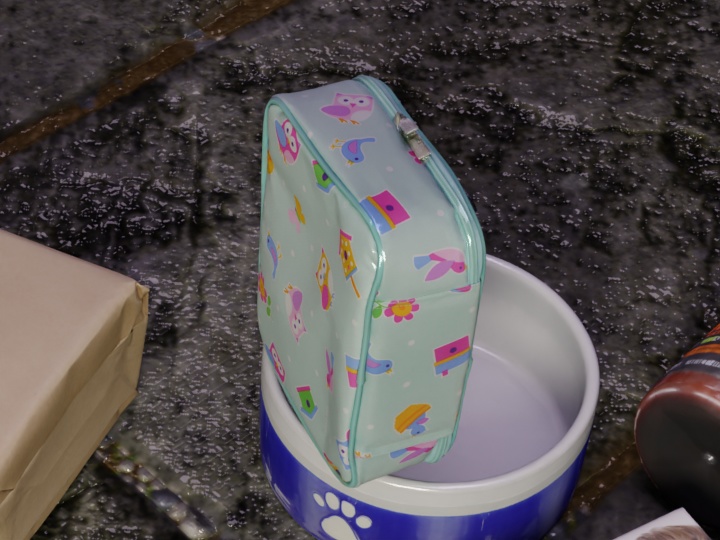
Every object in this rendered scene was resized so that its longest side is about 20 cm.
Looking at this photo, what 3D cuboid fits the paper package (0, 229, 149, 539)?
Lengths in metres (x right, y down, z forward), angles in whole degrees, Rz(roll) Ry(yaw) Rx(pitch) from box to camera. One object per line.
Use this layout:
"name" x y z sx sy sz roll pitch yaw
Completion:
"paper package" -0.253 0.063 1.370 0.199 0.104 0.191 20 45 14

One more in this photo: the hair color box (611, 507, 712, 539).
"hair color box" 0.122 0.214 1.283 0.199 0.061 0.100 -21 50 -26

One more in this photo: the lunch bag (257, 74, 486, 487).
"lunch bag" 0.000 0.000 1.277 0.076 0.201 0.161 -12 44 -20

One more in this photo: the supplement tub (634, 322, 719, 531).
"supplement tub" 0.258 0.063 1.423 0.107 0.108 0.200 32 49 25

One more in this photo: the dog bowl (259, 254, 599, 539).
"dog bowl" 0.039 0.079 1.401 0.198 0.079 0.201 3 44 -3
